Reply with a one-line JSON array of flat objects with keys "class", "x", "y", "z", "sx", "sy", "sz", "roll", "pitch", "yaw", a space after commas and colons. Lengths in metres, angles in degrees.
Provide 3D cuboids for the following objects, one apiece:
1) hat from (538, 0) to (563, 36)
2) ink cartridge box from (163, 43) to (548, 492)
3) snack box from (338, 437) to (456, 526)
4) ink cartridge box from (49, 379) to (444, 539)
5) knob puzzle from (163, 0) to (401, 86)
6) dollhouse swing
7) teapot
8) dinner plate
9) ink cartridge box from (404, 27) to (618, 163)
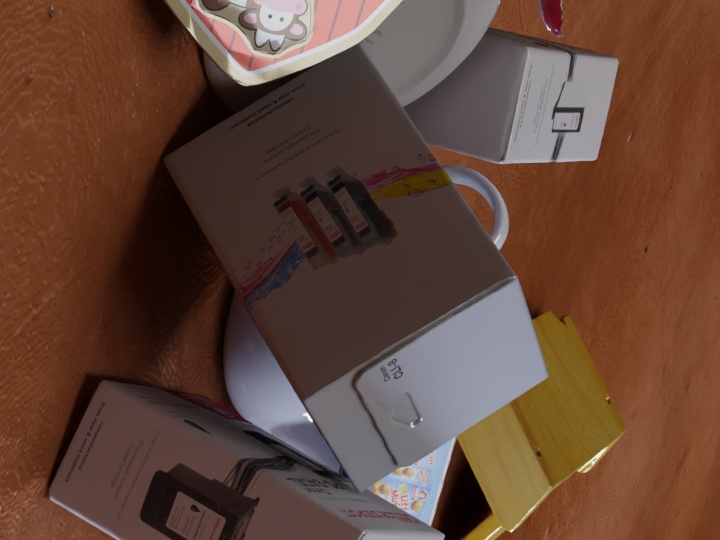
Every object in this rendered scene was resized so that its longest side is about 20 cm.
[{"class": "hat", "x": 0.067, "y": -0.280, "z": 1.177, "sx": 0.165, "sy": 0.201, "sz": 0.176, "roll": -3, "pitch": 142, "yaw": -40}, {"class": "ink cartridge box", "x": 0.000, "y": 0.000, "z": 1.171, "sx": 0.144, "sy": 0.200, "sz": 0.145, "roll": -30, "pitch": 150, "yaw": -2}, {"class": "snack box", "x": 0.026, "y": 0.117, "z": 1.266, "sx": 0.072, "sy": 0.024, "sz": 0.201, "roll": 19, "pitch": 86, "yaw": -34}, {"class": "ink cartridge box", "x": -0.065, "y": 0.151, "z": 1.176, "sx": 0.084, "sy": 0.199, "sz": 0.145, "roll": -64, "pitch": 157, "yaw": 2}, {"class": "knob puzzle", "x": -0.035, "y": -0.197, "z": 1.077, "sx": 0.219, "sy": 0.030, "sz": 0.221, "roll": -10, "pitch": 115, "yaw": -23}, {"class": "dollhouse swing", "x": 0.129, "y": 0.166, "z": 1.835, "sx": 0.200, "sy": 0.175, "sz": 0.182, "roll": -24, "pitch": 87, "yaw": -59}, {"class": "teapot", "x": 0.009, "y": 0.040, "z": 1.339, "sx": 0.197, "sy": 0.145, "sz": 0.201, "roll": -32, "pitch": 134, "yaw": -57}, {"class": "dinner plate", "x": 0.001, "y": -0.150, "z": 1.182, "sx": 0.199, "sy": 0.024, "sz": 0.201, "roll": -18, "pitch": 144, "yaw": -13}, {"class": "ink cartridge box", "x": 0.082, "y": -0.132, "z": 1.377, "sx": 0.200, "sy": 0.145, "sz": 0.085, "roll": -10, "pitch": 113, "yaw": -65}]
